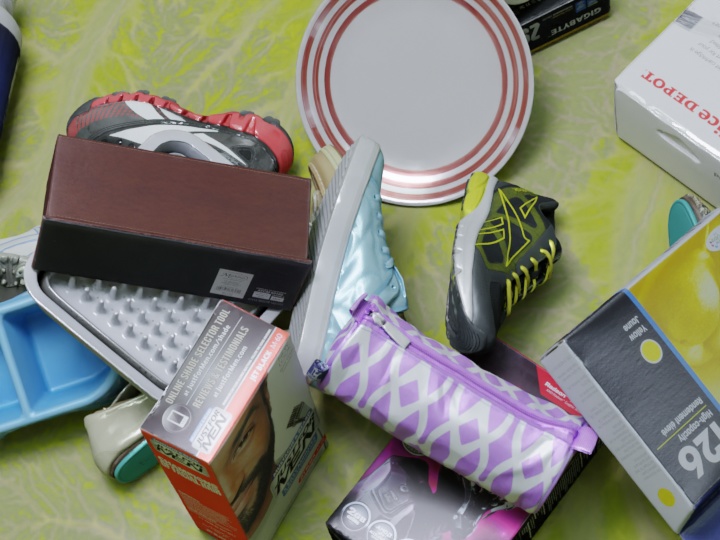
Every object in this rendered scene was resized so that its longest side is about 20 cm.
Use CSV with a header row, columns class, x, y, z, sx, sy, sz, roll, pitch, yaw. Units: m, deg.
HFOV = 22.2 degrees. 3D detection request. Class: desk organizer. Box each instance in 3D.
class,x,y,z,sx,sy,sz,roll,pitch,yaw
desk organizer,-0.138,-0.035,1.369,0.198,0.072,0.078,10,57,-12

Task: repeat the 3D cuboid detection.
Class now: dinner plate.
class,x,y,z,sx,sy,sz,roll,pitch,yaw
dinner plate,0.045,-0.154,1.506,0.198,0.024,0.202,2,101,11

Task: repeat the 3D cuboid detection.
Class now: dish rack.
class,x,y,z,sx,sy,sz,roll,pitch,yaw
dish rack,-0.144,0.002,1.412,0.171,0.044,0.200,39,57,5

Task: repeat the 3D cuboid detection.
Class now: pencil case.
class,x,y,z,sx,sy,sz,roll,pitch,yaw
pencil case,0.065,0.091,1.304,0.199,0.086,0.084,30,41,0

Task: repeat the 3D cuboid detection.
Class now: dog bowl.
class,x,y,z,sx,sy,sz,roll,pitch,yaw
dog bowl,-0.267,0.072,1.438,0.198,0.050,0.113,-18,94,4

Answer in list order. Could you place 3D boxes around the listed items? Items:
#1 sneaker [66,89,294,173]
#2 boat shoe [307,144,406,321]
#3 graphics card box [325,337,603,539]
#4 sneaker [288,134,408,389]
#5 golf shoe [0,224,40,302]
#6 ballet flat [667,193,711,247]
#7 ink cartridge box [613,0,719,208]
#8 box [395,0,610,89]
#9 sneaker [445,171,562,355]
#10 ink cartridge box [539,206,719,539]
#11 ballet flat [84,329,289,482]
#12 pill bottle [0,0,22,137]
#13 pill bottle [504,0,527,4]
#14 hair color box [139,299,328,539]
class,x,y,z,sx,sy,sz,roll,pitch,yaw
sneaker,-0.160,-0.093,1.520,0.198,0.071,0.098,11,46,14
boat shoe,-0.013,-0.008,1.460,0.062,0.073,0.201,-19,63,0
graphics card box,0.082,0.154,1.373,0.125,0.051,0.200,34,73,23
sneaker,0.000,0.000,1.398,0.081,0.074,0.202,17,77,-14
golf shoe,-0.247,-0.009,1.512,0.198,0.079,0.098,0,42,6
ballet flat,0.280,0.040,1.402,0.074,0.068,0.202,4,67,-14
ink cartridge box,0.318,-0.156,1.479,0.146,0.083,0.200,39,74,24
box,0.093,-0.247,1.584,0.199,0.049,0.160,-27,59,-5
sneaker,0.113,-0.009,1.414,0.084,0.075,0.201,7,40,5
ink cartridge box,0.255,0.084,1.309,0.197,0.047,0.200,-36,84,-34
ballet flat,-0.127,0.087,1.433,0.199,0.070,0.070,-31,62,-9
pill bottle,-0.352,-0.171,1.578,0.110,0.111,0.202,2,63,10
pill bottle,0.081,-0.313,1.529,0.112,0.113,0.200,-39,62,-12
hair color box,-0.086,0.120,1.331,0.063,0.200,0.111,24,69,20
